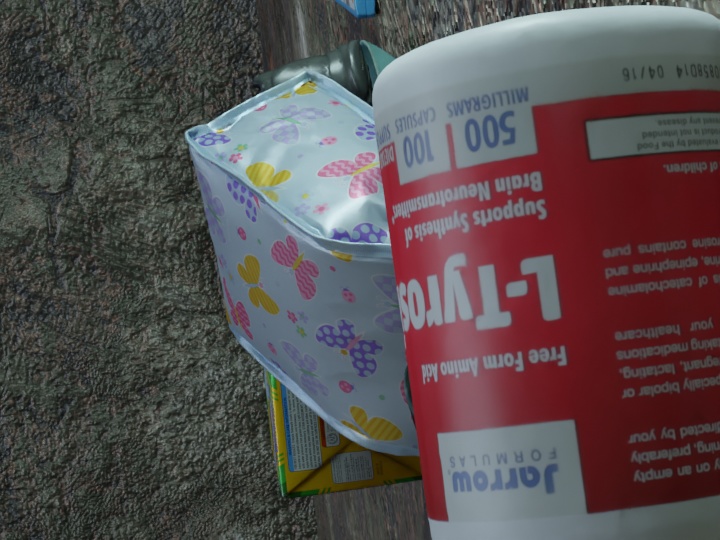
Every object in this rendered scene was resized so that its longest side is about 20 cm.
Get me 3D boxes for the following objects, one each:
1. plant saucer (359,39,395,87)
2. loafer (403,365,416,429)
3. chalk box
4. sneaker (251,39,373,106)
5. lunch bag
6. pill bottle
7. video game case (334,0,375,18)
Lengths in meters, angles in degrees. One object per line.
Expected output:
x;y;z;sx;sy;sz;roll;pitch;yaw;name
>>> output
0.028;-0.064;1.151;0.200;0.036;0.200;173;90;-83;plant saucer
0.066;0.095;0.822;0.200;0.073;0.072;-106;6;-63;loafer
-0.019;0.100;1.381;0.200;0.124;0.125;-133;36;-80;chalk box
-0.039;-0.094;1.157;0.200;0.091;0.076;92;168;-62;sneaker
0.000;0.000;0.987;0.200;0.127;0.170;40;150;44;lunch bag
0.070;0.030;0.491;0.112;0.112;0.200;135;127;-83;pill bottle
-0.015;-0.293;1.370;0.200;0.018;0.143;-119;23;-74;video game case
